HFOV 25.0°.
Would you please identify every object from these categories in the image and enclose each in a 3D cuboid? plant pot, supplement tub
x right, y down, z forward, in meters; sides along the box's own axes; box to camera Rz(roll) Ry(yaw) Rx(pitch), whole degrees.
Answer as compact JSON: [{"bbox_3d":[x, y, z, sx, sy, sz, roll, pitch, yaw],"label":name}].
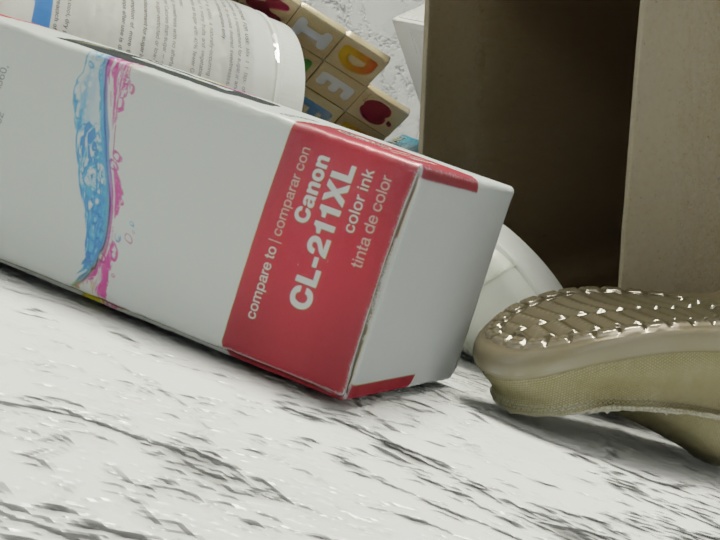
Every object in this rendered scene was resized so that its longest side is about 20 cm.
[{"bbox_3d":[0.150,-0.062,0.807,0.175,0.203,0.200,-4,14,-25],"label":"plant pot"},{"bbox_3d":[-0.147,-0.115,0.954,0.198,0.134,0.132,16,6,-31],"label":"supplement tub"}]

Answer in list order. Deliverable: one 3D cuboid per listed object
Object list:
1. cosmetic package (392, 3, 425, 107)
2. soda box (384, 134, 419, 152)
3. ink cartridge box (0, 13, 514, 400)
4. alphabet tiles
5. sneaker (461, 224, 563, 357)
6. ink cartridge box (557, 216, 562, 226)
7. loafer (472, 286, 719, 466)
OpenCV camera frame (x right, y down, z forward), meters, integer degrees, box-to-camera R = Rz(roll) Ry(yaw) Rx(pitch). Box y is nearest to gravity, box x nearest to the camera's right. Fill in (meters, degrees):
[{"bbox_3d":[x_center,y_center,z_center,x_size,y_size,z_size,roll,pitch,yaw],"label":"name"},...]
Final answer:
[{"bbox_3d":[0.086,-0.069,1.014,0.050,0.202,0.082,-24,20,-13],"label":"cosmetic package"},{"bbox_3d":[0.042,-0.032,0.993,0.068,0.064,0.200,-23,19,-13],"label":"soda box"},{"bbox_3d":[-0.060,-0.028,0.607,0.198,0.084,0.146,21,6,17],"label":"ink cartridge box"},{"bbox_3d":[-0.071,-0.133,1.066,0.199,0.006,0.166,31,-33,-13],"label":"alphabet tiles"},{"bbox_3d":[0.000,0.000,0.749,0.199,0.073,0.085,29,43,22],"label":"sneaker"},{"bbox_3d":[0.210,-0.057,0.973,0.161,0.200,0.050,47,-3,-38],"label":"ink cartridge box"},{"bbox_3d":[0.136,0.045,0.656,0.198,0.069,0.076,-2,12,-25],"label":"loafer"}]
